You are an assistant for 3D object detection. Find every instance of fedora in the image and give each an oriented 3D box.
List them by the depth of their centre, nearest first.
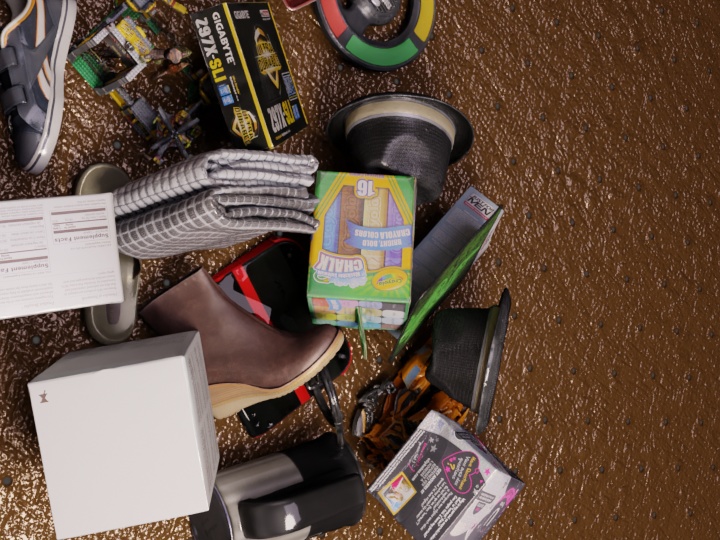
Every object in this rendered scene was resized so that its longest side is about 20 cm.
[{"bbox_3d":[0.051,-0.139,1.268,0.198,0.200,0.093,14,64,-32],"label":"fedora"},{"bbox_3d":[0.131,0.106,1.277,0.090,0.201,0.204,11,81,8],"label":"fedora"}]

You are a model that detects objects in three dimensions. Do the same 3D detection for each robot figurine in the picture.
[{"bbox_3d":[0.076,0.187,1.360,0.200,0.058,0.146,-48,113,-26],"label":"robot figurine"}]

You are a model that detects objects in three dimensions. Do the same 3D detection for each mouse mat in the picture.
[{"bbox_3d":[0.106,0.017,1.271,0.007,0.162,0.200,37,55,12],"label":"mouse mat"}]

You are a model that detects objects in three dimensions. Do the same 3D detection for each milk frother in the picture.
[{"bbox_3d":[-0.100,0.221,1.193,0.186,0.181,0.203,-11,70,-34],"label":"milk frother"}]

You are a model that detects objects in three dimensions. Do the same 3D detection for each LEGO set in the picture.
[{"bbox_3d":[-0.223,-0.230,1.133,0.154,0.115,0.202,-42,111,-27],"label":"LEGO set"}]

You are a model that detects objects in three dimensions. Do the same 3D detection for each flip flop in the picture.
[{"bbox_3d":[-0.275,-0.019,1.129,0.080,0.057,0.204,0,89,-34],"label":"flip flop"}]

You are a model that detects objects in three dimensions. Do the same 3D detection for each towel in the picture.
[{"bbox_3d":[-0.156,-0.067,1.120,0.199,0.164,0.087,-3,79,-54],"label":"towel"}]

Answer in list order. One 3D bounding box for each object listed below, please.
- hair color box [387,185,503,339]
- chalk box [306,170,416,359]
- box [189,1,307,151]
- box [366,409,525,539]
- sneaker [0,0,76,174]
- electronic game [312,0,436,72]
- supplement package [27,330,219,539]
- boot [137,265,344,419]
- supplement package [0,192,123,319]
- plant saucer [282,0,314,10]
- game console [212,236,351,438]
[{"bbox_3d":[0.103,-0.007,1.352,0.060,0.099,0.200,37,64,12],"label":"hair color box"},{"bbox_3d":[0.000,0.000,1.214,0.121,0.125,0.204,5,71,1],"label":"chalk box"},{"bbox_3d":[-0.122,-0.224,1.169,0.049,0.200,0.162,-14,102,11],"label":"box"},{"bbox_3d":[0.114,0.272,1.276,0.133,0.114,0.200,-50,156,0],"label":"box"},{"bbox_3d":[-0.355,-0.204,1.069,0.079,0.078,0.204,14,70,-37],"label":"sneaker"},{"bbox_3d":[0.020,-0.365,1.346,0.197,0.041,0.204,1,89,-34],"label":"electronic game"},{"bbox_3d":[-0.233,0.159,1.042,0.149,0.200,0.154,-9,94,-5],"label":"supplement package"},{"bbox_3d":[-0.136,0.067,1.156,0.198,0.073,0.168,-28,106,13],"label":"boot"},{"bbox_3d":[-0.360,-0.009,1.013,0.197,0.155,0.113,-7,92,-34],"label":"supplement package"},{"bbox_3d":[-0.065,-0.442,1.269,0.199,0.037,0.202,-32,95,-26],"label":"plant saucer"},{"bbox_3d":[-0.111,0.078,1.260,0.176,0.031,0.202,-34,107,-25],"label":"game console"}]
